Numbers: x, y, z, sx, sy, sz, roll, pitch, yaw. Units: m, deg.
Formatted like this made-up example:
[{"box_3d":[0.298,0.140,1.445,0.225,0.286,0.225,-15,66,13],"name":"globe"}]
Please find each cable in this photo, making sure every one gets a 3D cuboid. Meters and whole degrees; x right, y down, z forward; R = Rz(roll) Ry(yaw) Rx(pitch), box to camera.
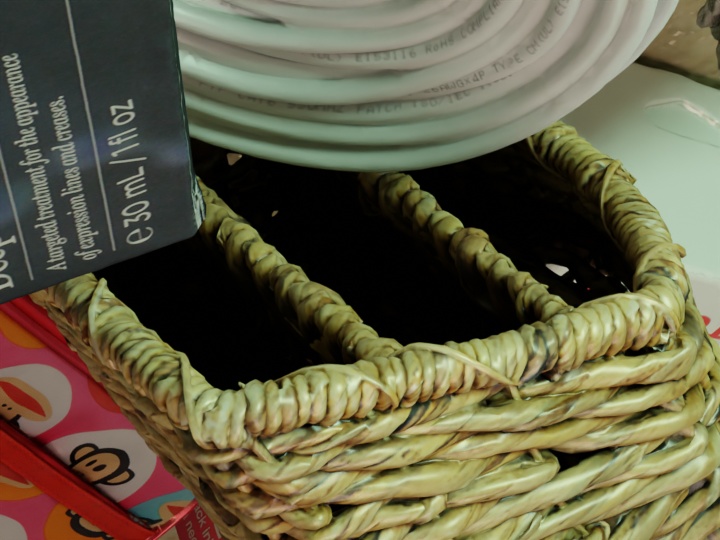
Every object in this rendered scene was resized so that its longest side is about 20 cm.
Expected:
[{"box_3d":[-0.016,-0.106,0.704,0.200,0.069,0.200,34,143,-27],"name":"cable"}]

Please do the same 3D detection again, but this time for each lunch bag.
[{"box_3d":[-0.136,0.034,0.911,0.176,0.082,0.200,-31,143,12],"name":"lunch bag"}]

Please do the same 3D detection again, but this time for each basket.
[{"box_3d":[0.000,0.000,0.781,0.143,0.200,0.149,-39,127,-7],"name":"basket"}]

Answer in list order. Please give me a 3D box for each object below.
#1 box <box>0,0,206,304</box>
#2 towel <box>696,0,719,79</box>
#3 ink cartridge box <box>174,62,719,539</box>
[{"box_3d":[-0.142,-0.049,0.581,0.199,0.107,0.149,-19,158,-8],"name":"box"},{"box_3d":[0.186,-0.138,0.782,0.200,0.032,0.191,-27,160,-18],"name":"towel"},{"box_3d":[0.048,0.026,0.977,0.144,0.085,0.200,13,136,-40],"name":"ink cartridge box"}]
